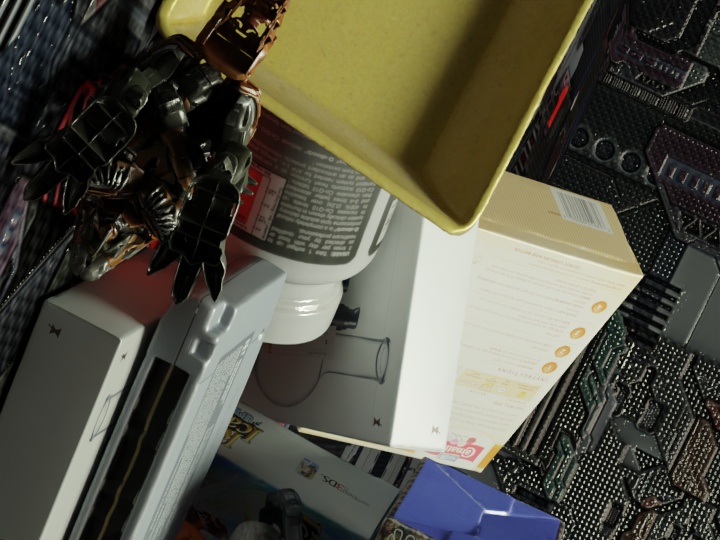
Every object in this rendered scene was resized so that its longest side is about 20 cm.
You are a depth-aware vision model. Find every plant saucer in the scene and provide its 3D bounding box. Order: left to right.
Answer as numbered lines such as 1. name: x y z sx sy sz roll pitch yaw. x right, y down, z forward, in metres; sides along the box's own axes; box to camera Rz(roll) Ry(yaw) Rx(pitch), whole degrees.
1. plant saucer: 0.013 -0.150 1.097 0.201 0.200 0.048 -61 -158 -12

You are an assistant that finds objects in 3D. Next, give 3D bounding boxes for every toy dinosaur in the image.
1. toy dinosaur: -0.088 -0.068 0.978 0.136 0.102 0.201 -68 173 -57

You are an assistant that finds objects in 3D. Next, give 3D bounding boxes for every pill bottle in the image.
1. pill bottle: -0.030 -0.065 1.213 0.116 0.115 0.201 -49 163 -60

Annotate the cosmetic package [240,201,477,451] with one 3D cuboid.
1. cosmetic package: 0.000 0.000 1.316 0.051 0.150 0.201 9 88 -43

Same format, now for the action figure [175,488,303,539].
1. action figure: -0.098 0.213 1.276 0.104 0.193 0.201 -14 116 -35

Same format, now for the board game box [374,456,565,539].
1. board game box: 0.030 0.230 1.239 0.159 0.096 0.201 -39 153 -77

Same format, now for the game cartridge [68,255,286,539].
1. game cartridge: -0.103 0.090 1.165 0.201 0.040 0.133 -66 168 15

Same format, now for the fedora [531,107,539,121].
1. fedora: 0.089 -0.162 1.463 0.201 0.091 0.202 16 90 -88

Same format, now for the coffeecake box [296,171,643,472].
1. coffeecake box: 0.062 0.031 1.417 0.200 0.153 0.073 -54 -144 31

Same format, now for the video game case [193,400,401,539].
1. video game case: -0.076 0.159 1.366 0.046 0.181 0.200 -56 168 -34

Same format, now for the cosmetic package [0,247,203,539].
1. cosmetic package: -0.156 0.097 1.157 0.201 0.051 0.151 -66 169 17
